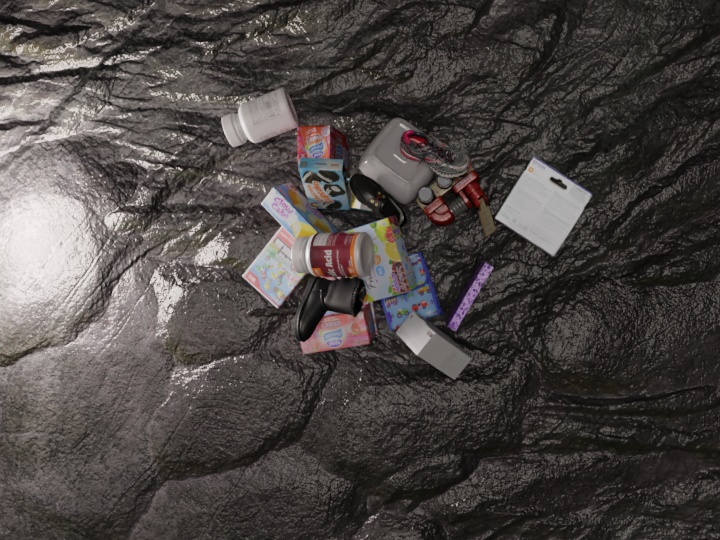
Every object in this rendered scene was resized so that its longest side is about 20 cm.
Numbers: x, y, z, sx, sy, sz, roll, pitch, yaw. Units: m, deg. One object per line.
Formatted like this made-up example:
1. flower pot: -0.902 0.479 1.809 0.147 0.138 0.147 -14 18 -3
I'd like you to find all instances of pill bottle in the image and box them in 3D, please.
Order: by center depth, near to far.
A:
1. pill bottle: -0.073 -0.041 1.633 0.196 0.114 0.117 0 92 22
2. pill bottle: -0.284 -0.426 1.768 0.197 0.114 0.116 -20 90 7

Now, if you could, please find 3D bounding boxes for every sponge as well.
1. sponge: 0.297 0.067 1.719 0.030 0.112 0.202 30 96 3

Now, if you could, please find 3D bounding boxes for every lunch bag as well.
1. lunch bag: 0.129 0.052 1.762 0.148 0.094 0.203 -20 78 11

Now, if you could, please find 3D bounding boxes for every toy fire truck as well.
1. toy fire truck: 0.275 -0.171 1.720 0.175 0.129 0.201 -37 78 7

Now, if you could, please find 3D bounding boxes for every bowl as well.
1. bowl: 0.116 -0.312 1.720 0.199 0.075 0.201 39 78 4

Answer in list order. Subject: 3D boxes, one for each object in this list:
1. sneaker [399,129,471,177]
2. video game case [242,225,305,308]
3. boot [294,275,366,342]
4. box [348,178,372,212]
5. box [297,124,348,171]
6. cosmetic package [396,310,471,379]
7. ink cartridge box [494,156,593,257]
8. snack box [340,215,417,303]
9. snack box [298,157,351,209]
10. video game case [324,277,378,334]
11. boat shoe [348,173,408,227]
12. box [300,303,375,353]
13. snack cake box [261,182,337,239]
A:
1. sneaker: 0.194 -0.305 1.640 0.197 0.075 0.082 20 78 6
2. video game case: -0.229 -0.014 1.819 0.143 0.017 0.201 40 97 3
3. boot: -0.077 0.098 1.651 0.160 0.074 0.201 3 63 26
4. box: -0.009 -0.214 1.776 0.196 0.049 0.084 10 94 7
5. box: -0.099 -0.327 1.704 0.094 0.200 0.102 0 92 13
6. cosmetic package: 0.198 0.202 1.684 0.199 0.113 0.082 34 97 -40
7. ink cartridge box: 0.500 -0.174 1.720 0.198 0.041 0.202 34 96 5
8. snack box: 0.043 -0.026 1.688 0.166 0.067 0.204 -15 95 27
9. snack box: -0.091 -0.227 1.664 0.114 0.201 0.038 4 66 7
10. video game case: -0.032 0.089 1.782 0.140 0.017 0.204 -7 99 13
11. boat shoe: 0.051 -0.190 1.695 0.201 0.063 0.074 41 81 -22
12. box: -0.066 0.160 1.741 0.196 0.103 0.096 -10 98 13
13. snack cake box: -0.170 -0.149 1.760 0.200 0.115 0.067 45 115 2
